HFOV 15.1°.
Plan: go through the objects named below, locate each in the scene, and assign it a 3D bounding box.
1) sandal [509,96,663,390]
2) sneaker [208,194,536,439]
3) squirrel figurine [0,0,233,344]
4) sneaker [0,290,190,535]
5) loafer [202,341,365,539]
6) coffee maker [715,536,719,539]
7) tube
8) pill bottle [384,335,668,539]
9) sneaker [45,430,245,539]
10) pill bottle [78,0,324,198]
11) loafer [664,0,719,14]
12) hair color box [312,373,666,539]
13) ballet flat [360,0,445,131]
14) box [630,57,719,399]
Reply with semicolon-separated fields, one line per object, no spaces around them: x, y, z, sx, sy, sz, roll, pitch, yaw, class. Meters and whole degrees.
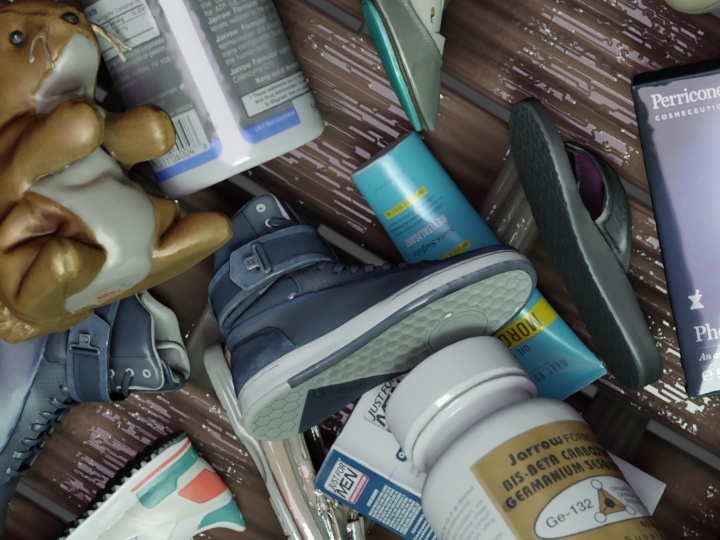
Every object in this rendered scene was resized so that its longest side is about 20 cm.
0.149;-0.022;1.722;0.048;0.075;0.201;-28;102;-16;sandal
-0.001;-0.001;1.692;0.202;0.077;0.147;-25;53;7;sneaker
-0.199;-0.064;1.664;0.200;0.141;0.187;-35;75;51;squirrel figurine
-0.190;0.093;1.762;0.145;0.077;0.203;10;97;8;sneaker
-0.034;0.128;1.756;0.063;0.072;0.201;-27;91;2;loafer
0.204;0.244;1.688;0.200;0.135;0.192;-39;125;10;coffee maker
0.071;0.005;1.741;0.077;0.050;0.200;-33;97;25;tube
0.101;0.141;1.617;0.114;0.114;0.200;-40;60;9;pill bottle
-0.162;0.200;1.769;0.200;0.070;0.093;-43;96;-1;sneaker
-0.110;-0.157;1.703;0.113;0.114;0.201;-22;94;9;pill bottle
0.201;-0.259;1.678;0.075;0.068;0.201;-11;96;8;loafer
0.082;0.136;1.723;0.199;0.061;0.100;30;57;2;hair color box
0.019;-0.186;1.711;0.064;0.067;0.201;-28;94;-2;ballet flat
0.279;-0.041;1.671;0.199;0.123;0.199;-11;94;7;box
